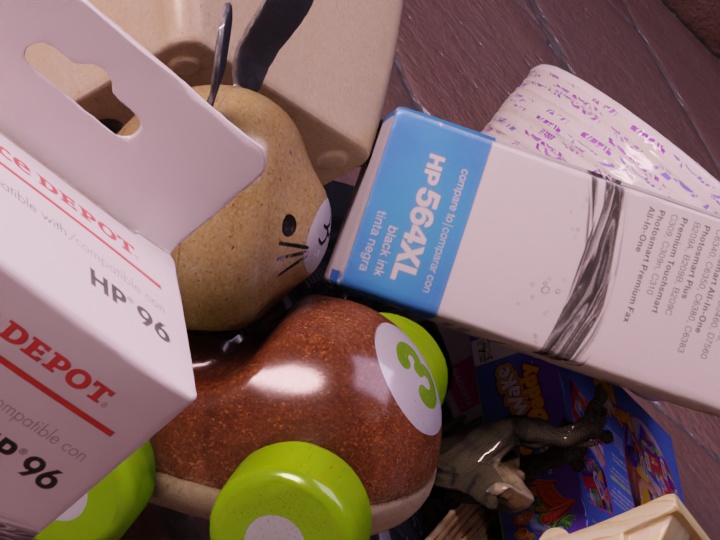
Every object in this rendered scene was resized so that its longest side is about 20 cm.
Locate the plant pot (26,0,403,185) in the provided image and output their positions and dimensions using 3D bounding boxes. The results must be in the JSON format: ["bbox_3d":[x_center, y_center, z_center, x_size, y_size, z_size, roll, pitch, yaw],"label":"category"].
[{"bbox_3d":[-0.095,-0.121,0.975,0.200,0.199,0.178,31,41,-47],"label":"plant pot"}]

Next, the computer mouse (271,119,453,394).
[{"bbox_3d":[0.000,0.000,1.103,0.140,0.046,0.200,-20,56,-30],"label":"computer mouse"}]

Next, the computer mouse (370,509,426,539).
[{"bbox_3d":[-0.006,0.113,0.923,0.139,0.052,0.201,57,15,-45],"label":"computer mouse"}]

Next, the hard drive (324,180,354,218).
[{"bbox_3d":[0.030,0.013,1.262,0.140,0.033,0.200,57,18,19],"label":"hard drive"}]

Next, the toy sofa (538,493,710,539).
[{"bbox_3d":[0.120,0.202,0.872,0.083,0.097,0.201,47,23,-48],"label":"toy sofa"}]

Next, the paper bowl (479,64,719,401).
[{"bbox_3d":[0.139,-0.009,1.150,0.200,0.105,0.201,41,1,-1],"label":"paper bowl"}]

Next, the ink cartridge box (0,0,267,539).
[{"bbox_3d":[-0.125,0.020,0.564,0.116,0.200,0.068,38,20,-32],"label":"ink cartridge box"}]

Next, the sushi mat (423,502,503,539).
[{"bbox_3d":[0.057,0.154,0.979,0.200,0.012,0.096,-5,72,-81],"label":"sushi mat"}]

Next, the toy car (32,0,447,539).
[{"bbox_3d":[-0.038,-0.009,0.793,0.156,0.202,0.164,12,21,11],"label":"toy car"}]

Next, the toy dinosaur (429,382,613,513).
[{"bbox_3d":[0.068,0.085,0.985,0.200,0.087,0.048,-179,-108,-75],"label":"toy dinosaur"}]

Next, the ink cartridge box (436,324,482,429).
[{"bbox_3d":[0.078,0.021,1.232,0.120,0.042,0.200,65,19,8],"label":"ink cartridge box"}]

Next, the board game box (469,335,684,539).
[{"bbox_3d":[0.124,0.122,1.131,0.200,0.044,0.135,42,35,-55],"label":"board game box"}]

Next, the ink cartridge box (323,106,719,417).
[{"bbox_3d":[0.091,-0.001,0.974,0.198,0.085,0.146,19,-1,-3],"label":"ink cartridge box"}]
